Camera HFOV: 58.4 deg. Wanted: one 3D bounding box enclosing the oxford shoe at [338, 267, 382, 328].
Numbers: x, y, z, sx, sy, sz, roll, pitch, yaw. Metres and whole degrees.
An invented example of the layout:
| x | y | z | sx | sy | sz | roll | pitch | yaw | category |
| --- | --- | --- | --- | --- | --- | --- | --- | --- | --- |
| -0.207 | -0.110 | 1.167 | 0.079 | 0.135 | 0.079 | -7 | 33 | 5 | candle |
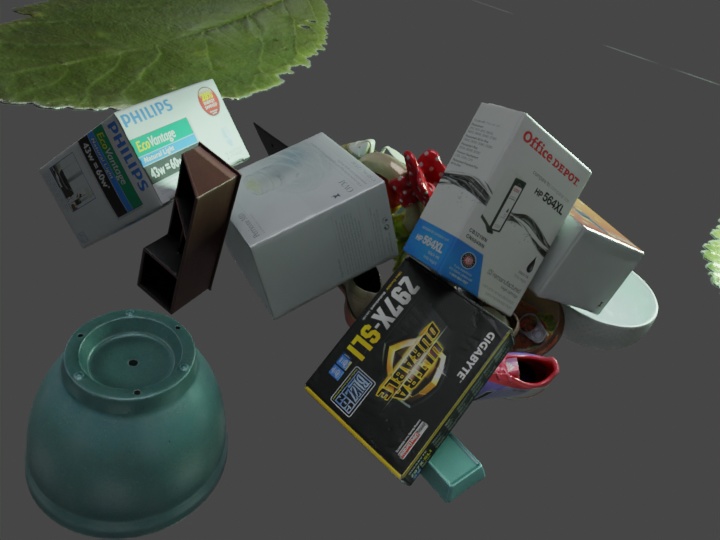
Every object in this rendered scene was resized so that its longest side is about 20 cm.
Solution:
| x | y | z | sx | sy | sz | roll | pitch | yaw | category |
| --- | --- | --- | --- | --- | --- | --- | --- | --- | --- |
| 0.000 | 0.000 | 0.939 | 0.068 | 0.076 | 0.202 | 0 | 37 | -20 | oxford shoe |

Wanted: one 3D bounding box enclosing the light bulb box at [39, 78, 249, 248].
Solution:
| x | y | z | sx | sy | sz | roll | pitch | yaw | category |
| --- | --- | --- | --- | --- | --- | --- | --- | --- | --- |
| -0.298 | -0.151 | 0.904 | 0.196 | 0.127 | 0.198 | -17 | 17 | 36 | light bulb box |

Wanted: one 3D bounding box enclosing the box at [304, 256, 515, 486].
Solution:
| x | y | z | sx | sy | sz | roll | pitch | yaw | category |
| --- | --- | --- | --- | --- | --- | --- | --- | --- | --- |
| 0.055 | 0.108 | 0.733 | 0.158 | 0.050 | 0.201 | 35 | 80 | 31 | box |

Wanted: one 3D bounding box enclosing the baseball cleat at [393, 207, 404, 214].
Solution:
| x | y | z | sx | sy | sz | roll | pitch | yaw | category |
| --- | --- | --- | --- | --- | --- | --- | --- | --- | --- |
| 0.138 | -0.064 | 1.103 | 0.105 | 0.071 | 0.201 | -13 | 52 | -45 | baseball cleat |

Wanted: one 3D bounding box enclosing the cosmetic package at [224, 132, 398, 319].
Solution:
| x | y | z | sx | sy | sz | roll | pitch | yaw | category |
| --- | --- | --- | --- | --- | --- | --- | --- | --- | --- |
| -0.084 | -0.071 | 0.890 | 0.196 | 0.125 | 0.199 | -28 | 39 | -15 | cosmetic package |

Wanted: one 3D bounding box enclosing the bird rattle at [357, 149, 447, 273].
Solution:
| x | y | z | sx | sy | sz | roll | pitch | yaw | category |
| --- | --- | --- | --- | --- | --- | --- | --- | --- | --- |
| 0.048 | -0.098 | 0.908 | 0.161 | 0.202 | 0.113 | 34 | 66 | 21 | bird rattle |

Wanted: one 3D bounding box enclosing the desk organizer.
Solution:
| x | y | z | sx | sy | sz | roll | pitch | yaw | category |
| --- | --- | --- | --- | --- | --- | --- | --- | --- | --- |
| -0.218 | -0.047 | 0.804 | 0.071 | 0.203 | 0.077 | 35 | 40 | 12 | desk organizer |

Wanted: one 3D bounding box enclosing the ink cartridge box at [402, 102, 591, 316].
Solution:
| x | y | z | sx | sy | sz | roll | pitch | yaw | category |
| --- | --- | --- | --- | --- | --- | --- | --- | --- | --- |
| 0.164 | -0.072 | 0.772 | 0.144 | 0.204 | 0.084 | 26 | 6 | -34 | ink cartridge box |

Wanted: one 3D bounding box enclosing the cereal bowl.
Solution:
| x | y | z | sx | sy | sz | roll | pitch | yaw | category |
| --- | --- | --- | --- | --- | --- | --- | --- | --- | --- |
| 0.346 | 0.051 | 0.993 | 0.194 | 0.085 | 0.202 | 11 | 34 | -7 | cereal bowl |

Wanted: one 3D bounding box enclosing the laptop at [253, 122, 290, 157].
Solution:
| x | y | z | sx | sy | sz | roll | pitch | yaw | category |
| --- | --- | --- | --- | --- | --- | --- | --- | --- | --- |
| -0.065 | -0.183 | 1.135 | 0.186 | 0.118 | 0.197 | 37 | 40 | 29 | laptop |

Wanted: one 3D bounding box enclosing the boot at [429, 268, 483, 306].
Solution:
| x | y | z | sx | sy | sz | roll | pitch | yaw | category |
| --- | --- | --- | --- | --- | --- | --- | --- | --- | --- |
| 0.091 | 0.055 | 0.882 | 0.170 | 0.070 | 0.203 | -8 | 57 | -28 | boot |

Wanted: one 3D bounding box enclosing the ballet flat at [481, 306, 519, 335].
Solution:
| x | y | z | sx | sy | sz | roll | pitch | yaw | category |
| --- | --- | --- | --- | --- | --- | --- | --- | --- | --- |
| 0.114 | 0.063 | 0.811 | 0.194 | 0.067 | 0.070 | 3 | 63 | -20 | ballet flat |

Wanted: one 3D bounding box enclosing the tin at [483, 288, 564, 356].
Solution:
| x | y | z | sx | sy | sz | roll | pitch | yaw | category |
| --- | --- | --- | --- | --- | --- | --- | --- | --- | --- |
| 0.214 | 0.042 | 0.938 | 0.042 | 0.112 | 0.201 | 36 | 14 | -45 | tin |

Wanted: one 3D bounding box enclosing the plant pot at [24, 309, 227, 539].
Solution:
| x | y | z | sx | sy | sz | roll | pitch | yaw | category |
| --- | --- | --- | --- | --- | --- | --- | --- | --- | --- |
| -0.222 | 0.126 | 0.624 | 0.194 | 0.137 | 0.202 | 10 | 34 | -7 | plant pot |

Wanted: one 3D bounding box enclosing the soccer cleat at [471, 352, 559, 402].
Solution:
| x | y | z | sx | sy | sz | roll | pitch | yaw | category |
| --- | --- | --- | --- | --- | --- | --- | --- | --- | --- |
| 0.155 | 0.129 | 0.800 | 0.194 | 0.073 | 0.070 | 3 | 63 | -24 | soccer cleat |

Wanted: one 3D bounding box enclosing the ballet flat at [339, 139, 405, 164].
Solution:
| x | y | z | sx | sy | sz | roll | pitch | yaw | category |
| --- | --- | --- | --- | --- | --- | --- | --- | --- | --- |
| 0.030 | -0.220 | 1.269 | 0.197 | 0.072 | 0.070 | 31 | 37 | 22 | ballet flat |

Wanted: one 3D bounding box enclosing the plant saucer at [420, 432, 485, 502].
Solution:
| x | y | z | sx | sy | sz | roll | pitch | yaw | category |
| --- | --- | --- | --- | --- | --- | --- | --- | --- | --- |
| 0.059 | 0.180 | 0.762 | 0.069 | 0.019 | 0.199 | -16 | 44 | -38 | plant saucer |

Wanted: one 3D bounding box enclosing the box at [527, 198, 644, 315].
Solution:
| x | y | z | sx | sy | sz | roll | pitch | yaw | category |
| --- | --- | --- | --- | --- | --- | --- | --- | --- | --- |
| 0.262 | -0.052 | 0.901 | 0.149 | 0.108 | 0.201 | 14 | 27 | -37 | box |
